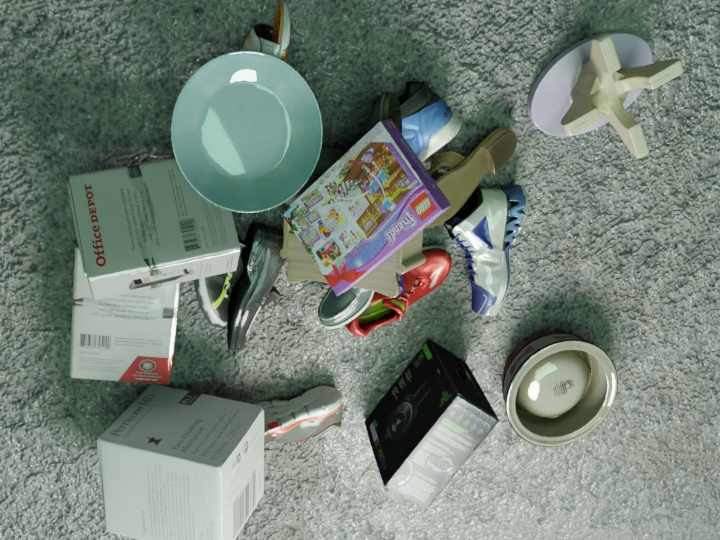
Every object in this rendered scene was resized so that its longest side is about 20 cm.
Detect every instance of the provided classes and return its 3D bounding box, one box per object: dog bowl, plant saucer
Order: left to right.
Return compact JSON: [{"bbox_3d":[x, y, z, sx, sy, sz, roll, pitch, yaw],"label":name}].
[{"bbox_3d":[-0.148,-0.179,1.082,0.197,0.039,0.206,-4,103,-18],"label":"plant saucer"},{"bbox_3d":[0.327,0.192,1.407,0.195,0.074,0.204,-4,113,-9],"label":"dog bowl"}]

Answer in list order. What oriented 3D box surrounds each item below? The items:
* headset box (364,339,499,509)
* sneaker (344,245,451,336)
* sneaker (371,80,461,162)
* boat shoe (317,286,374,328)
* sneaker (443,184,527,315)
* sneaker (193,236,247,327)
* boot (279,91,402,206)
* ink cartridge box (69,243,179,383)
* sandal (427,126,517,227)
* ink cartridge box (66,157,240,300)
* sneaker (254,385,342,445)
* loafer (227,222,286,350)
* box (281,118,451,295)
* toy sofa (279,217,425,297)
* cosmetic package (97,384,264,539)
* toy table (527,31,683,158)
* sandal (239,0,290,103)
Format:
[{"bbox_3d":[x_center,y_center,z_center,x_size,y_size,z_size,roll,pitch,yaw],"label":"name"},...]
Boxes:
[{"bbox_3d":[0.112,0.235,1.327,0.092,0.175,0.201,32,105,-22],"label":"headset box"},{"bbox_3d":[0.063,0.040,1.283,0.198,0.085,0.077,-34,116,5],"label":"sneaker"},{"bbox_3d":[0.037,-0.183,1.190,0.199,0.077,0.111,-40,107,16],"label":"sneaker"},{"bbox_3d":[0.000,0.000,1.252,0.200,0.073,0.062,-46,145,3],"label":"boat shoe"},{"bbox_3d":[0.177,-0.041,1.281,0.112,0.081,0.204,8,105,-10],"label":"sneaker"},{"bbox_3d":[-0.201,-0.016,1.202,0.081,0.072,0.204,-9,106,-3],"label":"sneaker"},{"bbox_3d":[-0.045,-0.163,1.149,0.196,0.072,0.186,13,112,20],"label":"boot"},{"bbox_3d":[-0.336,0.051,1.202,0.143,0.083,0.204,6,111,-13],"label":"ink cartridge box"},{"bbox_3d":[0.136,-0.146,1.235,0.211,0.069,0.078,-40,139,-15],"label":"sandal"},{"bbox_3d":[-0.271,-0.059,1.100,0.196,0.083,0.150,-12,73,-17],"label":"ink cartridge box"},{"bbox_3d":[-0.117,0.257,1.349,0.196,0.078,0.083,-15,122,-3],"label":"sneaker"},{"bbox_3d":[-0.152,0.033,1.248,0.071,0.073,0.203,12,111,-20],"label":"loafer"},{"bbox_3d":[0.004,-0.079,1.091,0.199,0.039,0.138,-38,84,29],"label":"box"},{"bbox_3d":[-0.011,-0.029,1.183,0.196,0.083,0.100,7,104,25],"label":"toy sofa"},{"bbox_3d":[-0.263,0.296,1.249,0.196,0.165,0.169,9,114,13],"label":"cosmetic package"},{"bbox_3d":[0.350,-0.256,1.196,0.199,0.117,0.184,-39,115,6],"label":"toy table"},{"bbox_3d":[-0.142,-0.258,1.119,0.058,0.079,0.210,11,112,-18],"label":"sandal"}]
